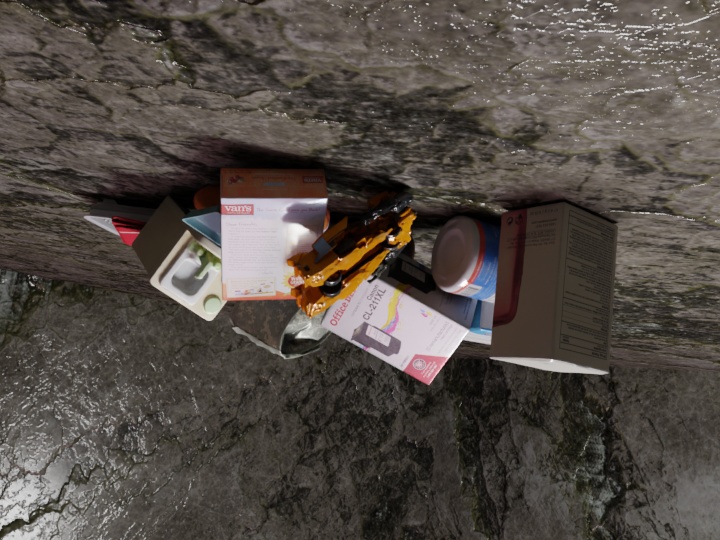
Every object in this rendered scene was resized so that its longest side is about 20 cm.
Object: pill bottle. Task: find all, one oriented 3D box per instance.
[{"bbox_3d":[0.213,-0.006,1.111,0.197,0.114,0.112,13,169,-28],"label":"pill bottle"}]

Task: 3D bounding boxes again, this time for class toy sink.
[{"bbox_3d":[-0.261,-0.010,1.176,0.130,0.113,0.200,38,180,-37],"label":"toy sink"}]

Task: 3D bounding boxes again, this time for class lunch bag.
[{"bbox_3d":[-0.123,0.061,1.342,0.163,0.200,0.118,24,153,43],"label":"lunch bag"}]

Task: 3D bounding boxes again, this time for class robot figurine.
[{"bbox_3d":[-0.005,-0.030,0.992,0.058,0.199,0.146,41,154,23],"label":"robot figurine"}]

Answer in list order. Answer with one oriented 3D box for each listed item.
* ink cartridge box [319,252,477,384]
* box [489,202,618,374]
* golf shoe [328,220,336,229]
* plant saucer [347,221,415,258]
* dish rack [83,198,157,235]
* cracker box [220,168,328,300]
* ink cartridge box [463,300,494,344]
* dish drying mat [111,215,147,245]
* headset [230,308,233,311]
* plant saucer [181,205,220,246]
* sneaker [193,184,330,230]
[{"bbox_3d":[0.056,0.061,1.143,0.198,0.083,0.147,28,131,-2],"label":"ink cartridge box"},{"bbox_3d":[0.256,0.027,0.992,0.127,0.204,0.108,16,167,-37],"label":"box"},{"bbox_3d":[-0.080,-0.044,1.265,0.090,0.077,0.199,8,173,-24],"label":"golf shoe"},{"bbox_3d":[0.000,0.000,1.220,0.197,0.035,0.202,-13,142,-10],"label":"plant saucer"},{"bbox_3d":[-0.375,-0.086,1.350,0.196,0.044,0.172,7,171,9],"label":"dish rack"},{"bbox_3d":[-0.119,-0.044,0.995,0.132,0.058,0.201,0,140,-11],"label":"cracker box"},{"bbox_3d":[0.232,0.046,1.289,0.144,0.149,0.200,10,170,-16],"label":"ink cartridge box"},{"bbox_3d":[-0.392,-0.062,1.322,0.076,0.019,0.200,10,170,-11],"label":"dish drying mat"},{"bbox_3d":[-0.347,0.102,2.253,0.198,0.125,0.094,27,-175,-18],"label":"headset"},{"bbox_3d":[-0.164,-0.038,1.079,0.069,0.019,0.200,-8,152,32],"label":"plant saucer"},{"bbox_3d":[-0.139,-0.100,1.054,0.196,0.074,0.078,6,146,6],"label":"sneaker"}]
